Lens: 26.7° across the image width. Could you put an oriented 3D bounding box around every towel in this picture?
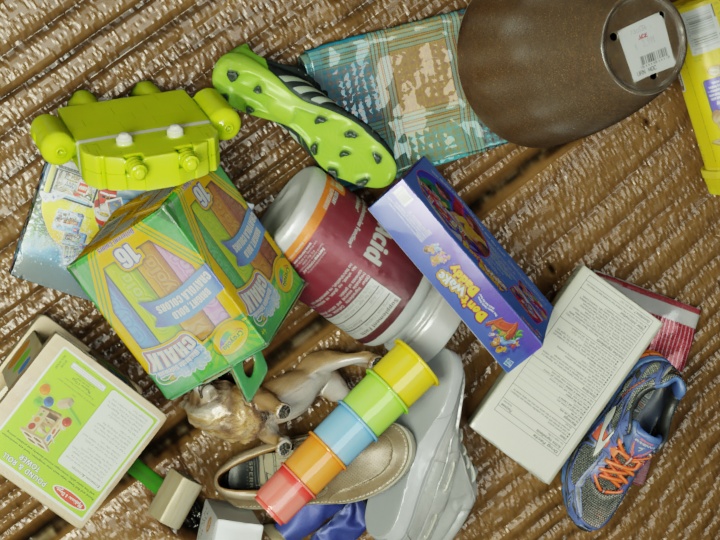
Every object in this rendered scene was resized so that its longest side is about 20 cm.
[{"bbox_3d":[0.046,-0.170,1.509,0.199,0.022,0.148,-17,102,-14],"label":"towel"},{"bbox_3d":[0.272,0.115,1.608,0.143,0.023,0.201,19,91,-18],"label":"towel"}]

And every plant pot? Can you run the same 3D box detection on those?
[{"bbox_3d":[0.218,-0.210,1.451,0.186,0.200,0.189,-2,95,-23],"label":"plant pot"}]

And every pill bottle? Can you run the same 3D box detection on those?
[{"bbox_3d":[0.000,0.000,1.467,0.199,0.114,0.115,35,86,-17],"label":"pill bottle"}]

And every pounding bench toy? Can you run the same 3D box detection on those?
[{"bbox_3d":[-0.246,0.153,1.392,0.200,0.156,0.125,39,84,-17],"label":"pounding bench toy"}]

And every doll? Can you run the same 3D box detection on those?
[{"bbox_3d":[-0.003,0.216,1.525,0.200,0.048,0.137,-39,110,-9],"label":"doll"}]

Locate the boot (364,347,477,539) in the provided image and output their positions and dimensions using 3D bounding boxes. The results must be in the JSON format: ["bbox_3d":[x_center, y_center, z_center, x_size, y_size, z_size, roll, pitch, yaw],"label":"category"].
[{"bbox_3d":[0.077,0.179,1.501,0.095,0.073,0.201,18,95,-37],"label":"boot"}]

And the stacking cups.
[{"bbox_3d":[-0.018,0.151,1.415,0.200,0.060,0.061,-42,106,-7],"label":"stacking cups"}]

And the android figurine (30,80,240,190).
[{"bbox_3d":[-0.197,-0.121,1.350,0.181,0.200,0.041,-10,117,-17],"label":"android figurine"}]

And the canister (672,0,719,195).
[{"bbox_3d":[0.403,-0.198,1.576,0.148,0.087,0.201,-22,101,-13],"label":"canister"}]

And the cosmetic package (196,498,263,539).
[{"bbox_3d":[-0.144,0.332,1.481,0.050,0.083,0.202,11,93,-17],"label":"cosmetic package"}]

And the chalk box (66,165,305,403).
[{"bbox_3d":[-0.140,0.023,1.362,0.123,0.125,0.200,-29,106,26],"label":"chalk box"}]

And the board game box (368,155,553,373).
[{"bbox_3d":[0.099,-0.009,1.447,0.045,0.134,0.200,-40,93,17],"label":"board game box"}]

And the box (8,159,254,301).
[{"bbox_3d":[-0.216,-0.031,1.440,0.199,0.038,0.138,19,91,-17],"label":"box"}]

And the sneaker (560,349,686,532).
[{"bbox_3d":[0.270,0.176,1.562,0.075,0.078,0.201,25,88,-18],"label":"sneaker"}]

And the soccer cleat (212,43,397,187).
[{"bbox_3d":[-0.046,-0.151,1.439,0.199,0.081,0.068,32,126,-4],"label":"soccer cleat"}]

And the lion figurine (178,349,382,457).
[{"bbox_3d":[-0.068,0.119,1.479,0.199,0.122,0.073,-16,110,-30],"label":"lion figurine"}]

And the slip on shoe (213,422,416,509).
[{"bbox_3d":[-0.046,0.187,1.459,0.198,0.061,0.077,-9,75,16],"label":"slip on shoe"}]

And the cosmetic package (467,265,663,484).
[{"bbox_3d":[0.205,0.104,1.541,0.105,0.071,0.200,37,90,3],"label":"cosmetic package"}]
